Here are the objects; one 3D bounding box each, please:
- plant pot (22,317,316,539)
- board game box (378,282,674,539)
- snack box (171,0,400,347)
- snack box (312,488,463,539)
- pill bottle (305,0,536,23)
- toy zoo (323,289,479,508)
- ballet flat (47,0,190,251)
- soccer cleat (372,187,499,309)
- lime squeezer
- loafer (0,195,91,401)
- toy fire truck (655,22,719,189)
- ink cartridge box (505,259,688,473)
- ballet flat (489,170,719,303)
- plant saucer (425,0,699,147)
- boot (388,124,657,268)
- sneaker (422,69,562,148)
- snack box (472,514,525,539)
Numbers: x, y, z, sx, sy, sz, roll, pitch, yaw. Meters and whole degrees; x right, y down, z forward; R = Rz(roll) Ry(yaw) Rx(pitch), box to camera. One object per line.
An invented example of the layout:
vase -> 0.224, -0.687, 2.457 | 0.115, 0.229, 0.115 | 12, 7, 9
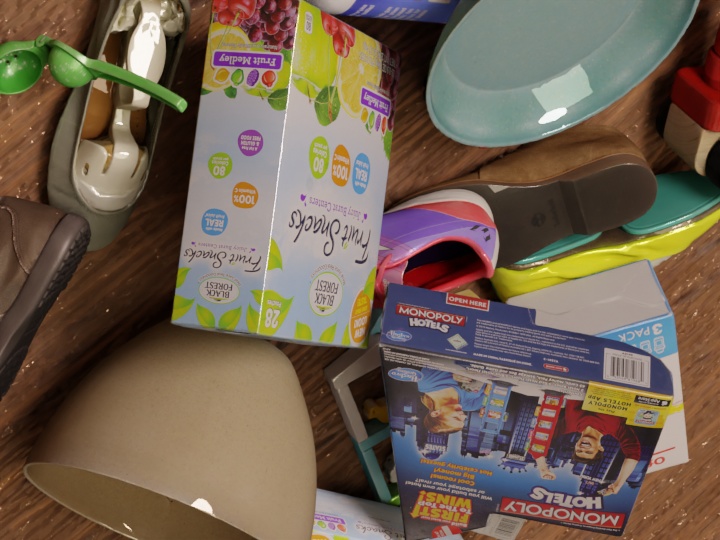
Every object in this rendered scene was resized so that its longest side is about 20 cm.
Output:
plant pot -> -0.110, 0.110, 1.185 | 0.200, 0.199, 0.136 | 34, 66, -32
board game box -> 0.098, 0.116, 1.222 | 0.197, 0.062, 0.201 | 11, 135, -1
snack box -> -0.042, -0.057, 1.114 | 0.168, 0.067, 0.203 | 11, 87, -66
snack box -> -0.029, 0.271, 1.333 | 0.167, 0.068, 0.202 | 16, 110, -29
pill bottle -> 0.016, -0.219, 1.132 | 0.198, 0.112, 0.113 | 0, 111, -26
toy zoo -> 0.052, 0.103, 1.338 | 0.130, 0.020, 0.202 | -27, 120, -12
ballet flat -> -0.157, -0.100, 1.130 | 0.067, 0.064, 0.202 | 7, 108, -27
soccer cleat -> 0.000, 0.000, 1.217 | 0.198, 0.073, 0.069 | -16, 122, 4
lime squeezer -> -0.197, -0.116, 1.087 | 0.198, 0.071, 0.038 | -8, 135, 18
loafer -> -0.252, 0.035, 1.151 | 0.071, 0.073, 0.201 | 33, 97, 2
toy fire truck -> 0.317, -0.176, 1.300 | 0.174, 0.129, 0.202 | -6, 123, -23
ink cartridge box -> 0.184, 0.100, 1.335 | 0.114, 0.068, 0.201 | -16, 131, 0
ballet flat -> 0.188, -0.020, 1.329 | 0.198, 0.067, 0.068 | -18, 130, -11
plant saucer -> 0.126, -0.159, 1.140 | 0.198, 0.036, 0.201 | -21, 151, -12
boot -> 0.111, -0.056, 1.279 | 0.197, 0.076, 0.074 | -13, 128, 1
sneaker -> 0.132, -0.169, 1.238 | 0.200, 0.077, 0.085 | -43, 128, 9
snack box -> 0.113, 0.125, 1.287 | 0.071, 0.024, 0.201 | 17, 132, -5
